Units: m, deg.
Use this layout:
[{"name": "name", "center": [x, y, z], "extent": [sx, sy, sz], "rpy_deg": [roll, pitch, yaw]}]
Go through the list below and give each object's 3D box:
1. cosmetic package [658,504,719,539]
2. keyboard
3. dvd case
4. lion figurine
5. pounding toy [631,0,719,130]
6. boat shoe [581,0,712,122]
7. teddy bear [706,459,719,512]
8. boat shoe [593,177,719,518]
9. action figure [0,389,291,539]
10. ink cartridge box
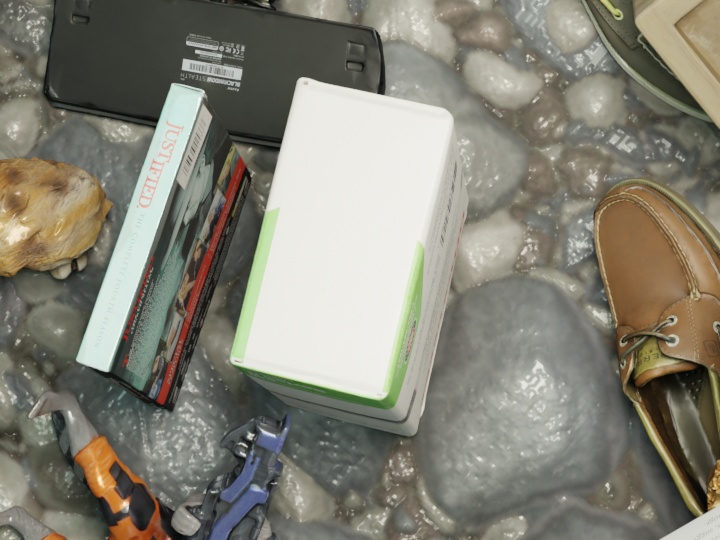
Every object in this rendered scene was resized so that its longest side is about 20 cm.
[{"name": "cosmetic package", "center": [0.207, 0.206, 1.047], "extent": [0.112, 0.200, 0.081], "rpy_deg": [-29, 36, 9]}, {"name": "keyboard", "center": [-0.080, -0.130, 1.230], "extent": [0.198, 0.040, 0.105], "rpy_deg": [11, 100, 7]}, {"name": "dvd case", "center": [-0.099, -0.006, 1.122], "extent": [0.022, 0.200, 0.147], "rpy_deg": [18, 83, 5]}, {"name": "lion figurine", "center": [-0.248, -0.033, 1.197], "extent": [0.199, 0.073, 0.123], "rpy_deg": [18, 49, 12]}, {"name": "pounding toy", "center": [0.247, -0.164, 1.124], "extent": [0.184, 0.142, 0.200], "rpy_deg": [-38, 103, 17]}, {"name": "boat shoe", "center": [0.157, -0.169, 1.204], "extent": [0.072, 0.060, 0.202], "rpy_deg": [-38, 83, -5]}, {"name": "teddy bear", "center": [0.237, 0.153, 1.115], "extent": [0.199, 0.067, 0.145], "rpy_deg": [28, 105, -30]}, {"name": "boat shoe", "center": [0.175, 0.043, 1.154], "extent": [0.072, 0.068, 0.201], "rpy_deg": [-34, 77, 40]}, {"name": "action figure", "center": [-0.095, 0.130, 1.149], "extent": [0.193, 0.105, 0.201], "rpy_deg": [31, 114, 2]}, {"name": "ink cartridge box", "center": [0.000, 0.000, 1.117], "extent": [0.083, 0.200, 0.147], "rpy_deg": [12, 82, 7]}]
